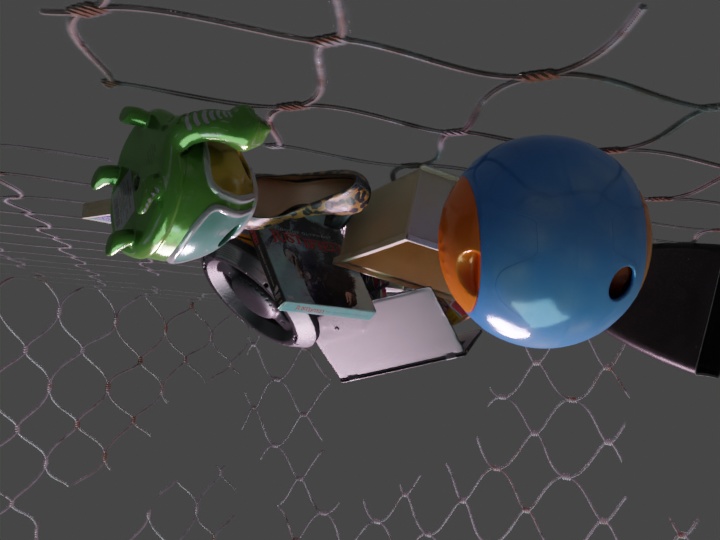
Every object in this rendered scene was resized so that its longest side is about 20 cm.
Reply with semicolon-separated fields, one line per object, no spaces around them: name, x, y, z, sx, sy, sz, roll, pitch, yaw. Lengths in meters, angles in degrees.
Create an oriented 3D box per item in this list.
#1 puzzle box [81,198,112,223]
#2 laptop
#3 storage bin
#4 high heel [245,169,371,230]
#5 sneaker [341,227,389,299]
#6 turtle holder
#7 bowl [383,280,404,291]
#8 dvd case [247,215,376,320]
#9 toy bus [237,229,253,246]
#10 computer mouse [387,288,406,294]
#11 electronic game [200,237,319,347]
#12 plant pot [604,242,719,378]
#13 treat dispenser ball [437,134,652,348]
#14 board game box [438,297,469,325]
puzzle box;-0.317;-0.083;1.563;0.199;0.026;0.133;10;172;-43
laptop;0.050;0.078;1.386;0.186;0.116;0.200;-14;-174;20
storage bin;0.102;-0.037;1.214;0.198;0.094;0.200;17;165;-22
high heel;-0.091;-0.097;1.166;0.199;0.072;0.143;7;163;-13
sneaker;0.000;0.000;1.394;0.080;0.201;0.075;6;-143;18
turtle holder;-0.167;-0.093;0.960;0.131;0.186;0.141;9;-156;-34
bowl;0.030;-0.025;1.498;0.199;0.108;0.200;3;174;0
dvd case;-0.072;-0.026;1.259;0.146;0.201;0.022;9;133;-39
toy bus;-0.134;-0.041;1.353;0.199;0.079;0.065;15;-158;28
computer mouse;-0.021;0.021;1.613;0.199;0.141;0.046;19;-164;-6
electronic game;-0.134;0.028;1.312;0.200;0.042;0.200;33;155;18
plant pot;0.498;0.054;1.611;0.177;0.201;0.199;13;180;31
treat dispenser ball;0.173;-0.027;0.943;0.200;0.202;0.201;4;174;0
board game box;0.159;0.022;1.516;0.030;0.096;0.200;-46;165;28
